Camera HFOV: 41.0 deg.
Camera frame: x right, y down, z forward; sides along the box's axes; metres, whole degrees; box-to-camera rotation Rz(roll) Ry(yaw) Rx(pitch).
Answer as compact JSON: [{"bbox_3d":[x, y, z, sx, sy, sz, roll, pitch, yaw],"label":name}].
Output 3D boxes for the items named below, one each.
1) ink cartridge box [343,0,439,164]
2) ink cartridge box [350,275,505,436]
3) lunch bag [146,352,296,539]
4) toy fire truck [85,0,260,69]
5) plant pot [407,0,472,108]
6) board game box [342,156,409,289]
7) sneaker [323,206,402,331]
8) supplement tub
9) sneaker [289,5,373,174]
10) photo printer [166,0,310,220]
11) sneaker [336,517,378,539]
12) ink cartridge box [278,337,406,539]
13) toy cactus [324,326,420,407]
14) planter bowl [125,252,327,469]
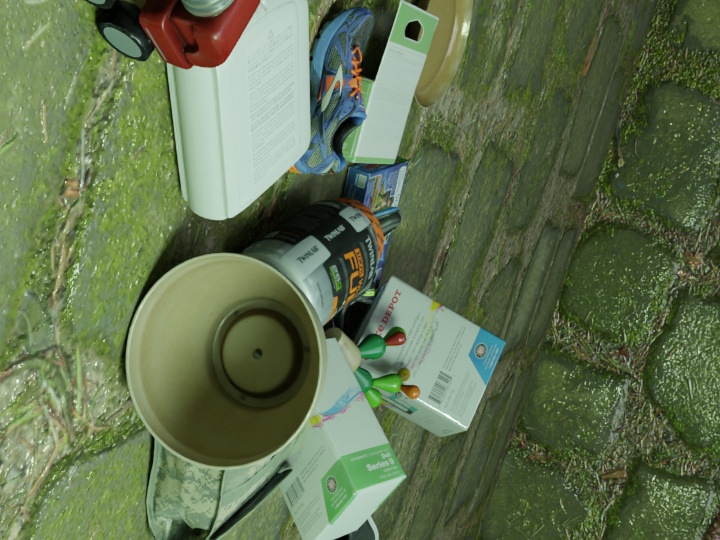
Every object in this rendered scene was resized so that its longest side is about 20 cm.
[{"bbox_3d":[0.030,-0.238,1.232,0.145,0.047,0.204,-12,119,-66],"label":"ink cartridge box"},{"bbox_3d":[0.083,0.132,1.441,0.148,0.198,0.146,-62,-176,-17],"label":"ink cartridge box"},{"bbox_3d":[-0.154,0.221,1.100,0.163,0.116,0.203,-34,144,-52],"label":"lunch bag"},{"bbox_3d":[-0.104,-0.229,0.689,0.130,0.197,0.177,-62,158,-17],"label":"toy fire truck"},{"bbox_3d":[0.109,-0.334,1.373,0.201,0.027,0.202,-51,153,-39],"label":"plant pot"},{"bbox_3d":[0.007,-0.055,1.358,0.135,0.034,0.204,-27,134,-61],"label":"board game box"},{"bbox_3d":[0.000,0.000,1.259,0.201,0.082,0.070,-56,162,20],"label":"sneaker"},{"bbox_3d":[-0.057,-0.005,1.125,0.200,0.121,0.125,-41,146,-52],"label":"supplement tub"},{"bbox_3d":[-0.021,-0.200,1.097,0.075,0.077,0.204,8,102,-69],"label":"sneaker"},{"bbox_3d":[-0.110,-0.173,0.909,0.167,0.068,0.203,-49,151,-42],"label":"photo printer"},{"bbox_3d":[-0.022,0.475,1.737,0.099,0.070,0.203,-49,146,-38],"label":"sneaker"},{"bbox_3d":[-0.048,0.207,1.175,0.086,0.202,0.146,-9,147,-38],"label":"ink cartridge box"},{"bbox_3d":[-0.005,0.142,1.277,0.200,0.102,0.166,-45,136,-13],"label":"toy cactus"},{"bbox_3d":[-0.118,0.088,0.973,0.135,0.197,0.204,12,99,-78],"label":"planter bowl"}]
